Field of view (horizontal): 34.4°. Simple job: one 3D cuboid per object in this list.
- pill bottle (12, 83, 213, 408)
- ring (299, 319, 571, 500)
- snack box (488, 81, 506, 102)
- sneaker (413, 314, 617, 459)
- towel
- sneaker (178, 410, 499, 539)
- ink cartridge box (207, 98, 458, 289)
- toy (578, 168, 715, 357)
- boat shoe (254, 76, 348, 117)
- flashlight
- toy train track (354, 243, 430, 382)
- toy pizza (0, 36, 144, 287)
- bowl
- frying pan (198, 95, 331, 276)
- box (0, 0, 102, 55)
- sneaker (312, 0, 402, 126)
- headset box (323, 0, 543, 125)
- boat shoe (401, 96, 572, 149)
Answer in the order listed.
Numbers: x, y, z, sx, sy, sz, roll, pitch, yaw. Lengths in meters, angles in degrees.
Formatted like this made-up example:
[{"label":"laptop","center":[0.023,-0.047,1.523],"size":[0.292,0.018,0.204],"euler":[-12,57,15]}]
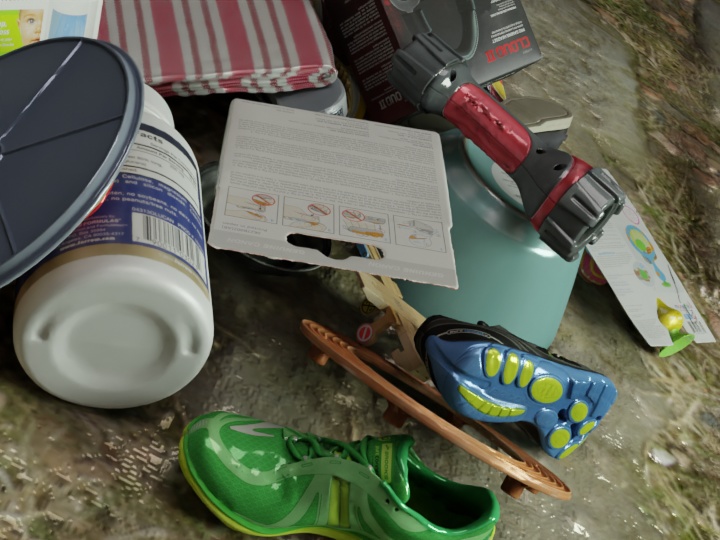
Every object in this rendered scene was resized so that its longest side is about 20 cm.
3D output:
[{"label":"pill bottle","center":[-0.149,-0.027,0.701],"size":[0.110,0.112,0.201],"euler":[16,38,-25]},{"label":"ring","center":[0.043,0.090,0.729],"size":[0.199,0.019,0.200],"euler":[32,0,0]},{"label":"snack box","center":[0.065,-0.230,1.120],"size":[0.200,0.053,0.143],"euler":[43,26,-30]},{"label":"sneaker","center":[0.111,0.074,0.807],"size":[0.199,0.071,0.083],"euler":[26,16,-44]},{"label":"towel","center":[-0.126,-0.184,0.920],"size":[0.197,0.030,0.147],"euler":[-6,45,-11]},{"label":"sneaker","center":[-0.008,0.117,0.669],"size":[0.198,0.084,0.075],"euler":[22,36,-18]},{"label":"ink cartridge box","center":[-0.020,-0.042,0.784],"size":[0.158,0.051,0.201],"euler":[9,36,-7]},{"label":"toy","center":[0.230,-0.007,1.057],"size":[0.114,0.047,0.201],"euler":[1,50,-44]},{"label":"boat shoe","center":[-0.054,-0.157,0.962],"size":[0.073,0.069,0.200],"euler":[-23,45,-12]},{"label":"flashlight","center":[0.101,-0.095,0.853],"size":[0.068,0.068,0.200],"euler":[-39,74,-25]},{"label":"toy train track","center":[0.000,0.000,0.845],"size":[0.115,0.032,0.202],"euler":[39,23,-52]},{"label":"toy pizza","center":[-0.202,-0.052,0.651],"size":[0.032,0.198,0.202],"euler":[56,14,-44]},{"label":"bowl","center":[0.102,-0.039,0.936],"size":[0.199,0.106,0.202],"euler":[22,36,-17]},{"label":"frying pan","center":[-0.092,-0.063,0.862],"size":[0.114,0.031,0.191],"euler":[-1,46,-45]},{"label":"box","center":[-0.280,-0.207,0.788],"size":[0.101,0.114,0.199],"euler":[31,30,30]},{"label":"sneaker","center":[-0.020,-0.190,1.055],"size":[0.089,0.075,0.202],"euler":[15,44,-40]},{"label":"headset box","center":[0.055,-0.222,0.978],"size":[0.148,0.077,0.202],"euler":[-25,94,-33]},{"label":"boat shoe","center":[0.114,-0.115,1.051],"size":[0.198,0.063,0.073],"euler":[-11,38,-39]}]
